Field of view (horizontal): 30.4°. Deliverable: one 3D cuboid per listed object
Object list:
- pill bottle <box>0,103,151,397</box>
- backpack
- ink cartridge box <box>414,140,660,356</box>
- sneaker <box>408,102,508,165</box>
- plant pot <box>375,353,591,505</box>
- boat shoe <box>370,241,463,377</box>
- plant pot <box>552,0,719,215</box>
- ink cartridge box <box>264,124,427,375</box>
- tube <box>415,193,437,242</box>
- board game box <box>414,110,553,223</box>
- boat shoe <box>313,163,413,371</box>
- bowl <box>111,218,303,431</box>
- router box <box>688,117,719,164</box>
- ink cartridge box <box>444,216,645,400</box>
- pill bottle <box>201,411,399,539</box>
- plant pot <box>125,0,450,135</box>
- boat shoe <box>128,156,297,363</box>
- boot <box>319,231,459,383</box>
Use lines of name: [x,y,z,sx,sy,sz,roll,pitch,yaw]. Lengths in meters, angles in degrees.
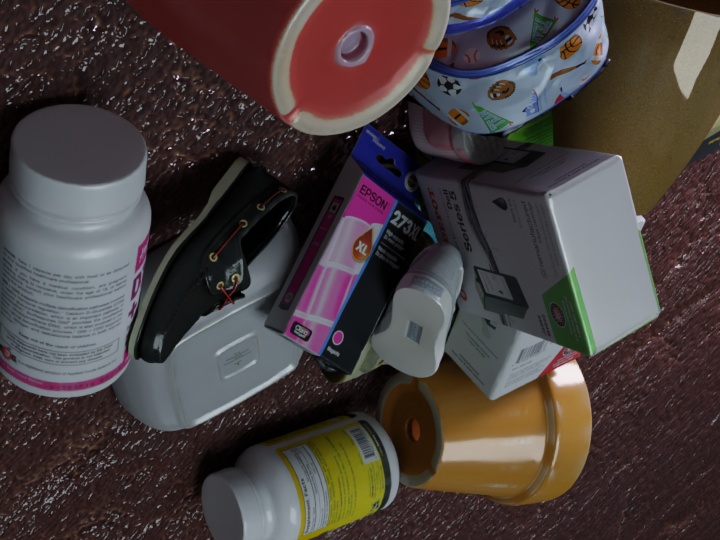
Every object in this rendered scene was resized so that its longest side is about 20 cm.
pill bottle: [-0.214,-0.013,0.977,0.112,0.114,0.202,-17,140,-33]
backpack: [0.094,-0.205,1.008,0.199,0.191,0.154,-39,151,-6]
ink cartridge box: [0.147,-0.027,1.133,0.083,0.199,0.147,-28,111,-22]
sneaker: [0.100,-0.188,1.159,0.075,0.104,0.202,27,78,-32]
plant pot: [0.124,0.167,1.475,0.181,0.201,0.202,-2,131,-34]
boat shoe: [0.056,0.035,1.219,0.069,0.071,0.201,-58,167,-24]
plant pot: [0.248,-0.159,1.191,0.185,0.186,0.202,-9,122,-40]
ink cartridge box: [-0.002,-0.018,1.163,0.094,0.037,0.202,33,78,-41]
tube: [0.112,-0.046,1.350,0.198,0.050,0.078,10,117,-43]
board game box: [0.146,-0.124,1.271,0.198,0.048,0.103,-27,131,-23]
boat shoe: [0.000,0.000,1.232,0.073,0.060,0.202,21,108,-12]
bowl: [-0.126,0.054,1.187,0.199,0.075,0.201,-28,146,-23]
router box: [0.359,-0.187,1.438,0.198,0.052,0.158,-27,144,-23]
ink cartridge box: [0.185,0.016,1.345,0.143,0.084,0.201,-21,144,-37]
pill bottle: [-0.065,0.229,1.415,0.198,0.113,0.113,-14,138,-35]
plant pot: [-0.046,-0.198,0.885,0.199,0.178,0.202,-27,145,-21]
boat shoe: [-0.117,-0.004,1.055,0.202,0.063,0.074,-58,172,-33]
boot: [0.056,0.030,1.351,0.153,0.072,0.201,-6,139,-42]
